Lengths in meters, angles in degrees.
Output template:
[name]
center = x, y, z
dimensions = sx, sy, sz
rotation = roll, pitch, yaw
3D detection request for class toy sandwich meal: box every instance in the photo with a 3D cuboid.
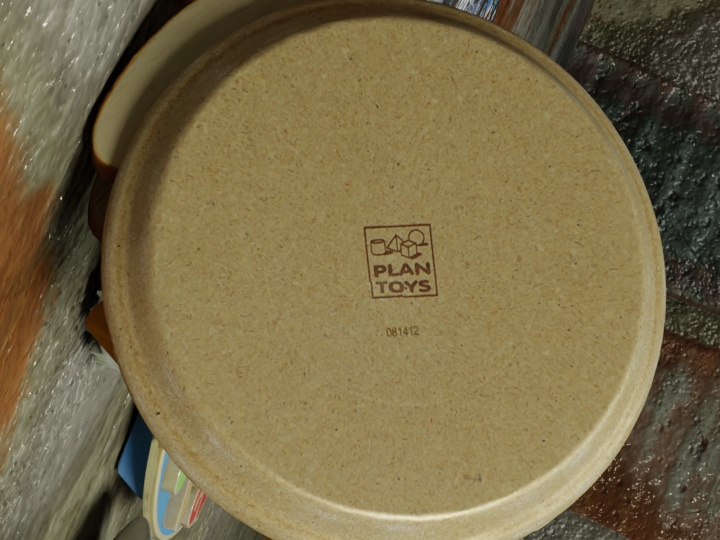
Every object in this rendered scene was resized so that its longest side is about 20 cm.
[toy sandwich meal]
center = 0.000, 0.000, 0.692
dimensions = 0.205, 0.205, 0.070
rotation = -65, -172, -16

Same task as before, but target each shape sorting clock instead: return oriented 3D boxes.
[shape sorting clock]
center = -0.059, 0.033, 1.004
dimensions = 0.200, 0.039, 0.200
rotation = 23, 90, -84

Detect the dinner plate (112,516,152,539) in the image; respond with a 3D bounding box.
[dinner plate]
center = -0.124, 0.204, 0.928
dimensions = 0.200, 0.024, 0.201
rotation = -168, -90, -78

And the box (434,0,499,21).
[box]
center = 0.036, -0.132, 1.166
dimensions = 0.199, 0.050, 0.200
rotation = 100, 15, -62

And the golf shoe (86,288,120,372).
[golf shoe]
center = -0.035, 0.023, 0.837
dimensions = 0.078, 0.097, 0.200
rotation = -67, 160, -2
